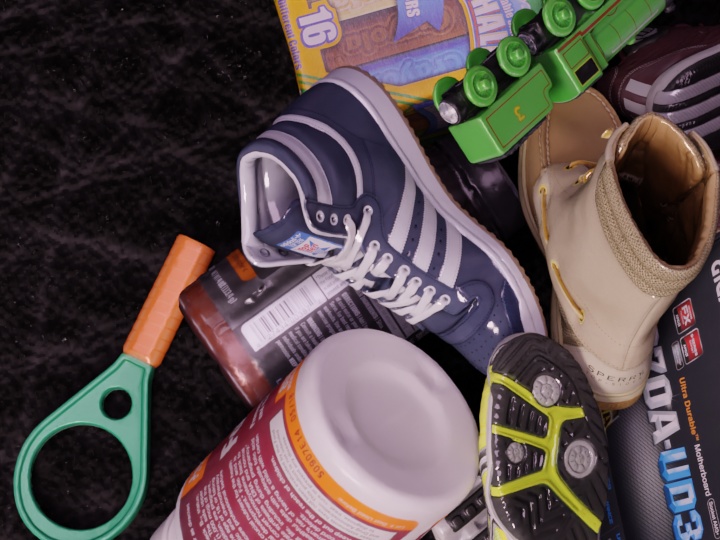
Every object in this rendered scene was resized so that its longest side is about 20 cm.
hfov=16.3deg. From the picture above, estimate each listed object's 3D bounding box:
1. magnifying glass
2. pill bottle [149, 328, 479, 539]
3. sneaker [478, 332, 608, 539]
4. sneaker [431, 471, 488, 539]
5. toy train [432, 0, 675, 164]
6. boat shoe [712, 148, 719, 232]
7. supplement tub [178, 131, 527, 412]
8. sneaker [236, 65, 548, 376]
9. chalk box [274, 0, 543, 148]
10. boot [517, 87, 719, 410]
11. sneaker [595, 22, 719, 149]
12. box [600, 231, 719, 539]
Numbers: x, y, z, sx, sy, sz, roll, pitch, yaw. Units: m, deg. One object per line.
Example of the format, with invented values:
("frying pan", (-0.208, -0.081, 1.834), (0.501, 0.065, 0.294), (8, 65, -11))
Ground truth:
("magnifying glass", (-0.142, 0.073, 1.504), (0.079, 0.022, 0.201), (25, 85, 8))
("pill bottle", (-0.032, 0.130, 1.391), (0.114, 0.114, 0.200), (54, 131, 11))
("sneaker", (0.092, 0.133, 1.355), (0.075, 0.076, 0.201), (-11, 97, -25))
("sneaker", (0.097, 0.186, 1.443), (0.075, 0.081, 0.201), (-32, 99, -15))
("toy train", (0.115, -0.128, 1.384), (0.200, 0.042, 0.057), (-42, 105, -32))
("boat shoe", (0.227, -0.049, 1.473), (0.199, 0.066, 0.074), (-16, 80, 1))
("supplement tub", (0.000, 0.000, 1.462), (0.200, 0.107, 0.107), (-36, 80, -3))
("sneaker", (0.011, -0.005, 1.351), (0.108, 0.070, 0.200), (-36, 90, -43))
("chalk box", (0.056, -0.147, 1.474), (0.199, 0.124, 0.125), (-15, 79, 3))
("boot", (0.138, -0.047, 1.355), (0.072, 0.156, 0.201), (3, 58, -9))
("sneaker", (0.223, -0.135, 1.489), (0.199, 0.115, 0.076), (-20, 115, -29))
("box", (0.183, 0.102, 1.385), (0.046, 0.159, 0.201), (16, 52, -36))
